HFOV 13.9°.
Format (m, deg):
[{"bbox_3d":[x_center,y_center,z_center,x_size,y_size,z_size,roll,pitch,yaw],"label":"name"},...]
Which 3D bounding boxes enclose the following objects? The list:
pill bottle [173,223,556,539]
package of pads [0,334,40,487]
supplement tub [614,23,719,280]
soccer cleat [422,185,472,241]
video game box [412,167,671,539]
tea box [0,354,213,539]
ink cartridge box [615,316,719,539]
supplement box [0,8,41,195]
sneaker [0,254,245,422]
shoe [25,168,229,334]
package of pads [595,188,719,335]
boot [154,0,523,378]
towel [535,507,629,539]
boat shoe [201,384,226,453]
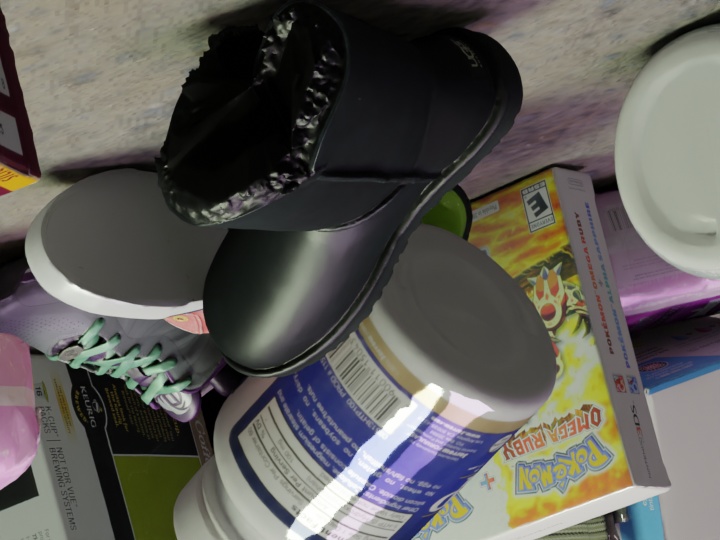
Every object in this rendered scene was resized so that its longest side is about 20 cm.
[{"bbox_3d":[-0.004,0.082,1.495,0.119,0.120,0.200,-2,142,-49],"label":"pill bottle"},{"bbox_3d":[-0.262,0.073,1.412,0.199,0.076,0.120,1,164,-22],"label":"package of pads"},{"bbox_3d":[0.224,-0.056,1.452,0.122,0.123,0.199,-24,165,35],"label":"supplement tub"},{"bbox_3d":[0.000,0.000,1.575,0.200,0.067,0.081,-48,-171,44],"label":"soccer cleat"},{"bbox_3d":[0.058,0.064,1.629,0.199,0.183,0.047,-24,164,32],"label":"video game box"},{"bbox_3d":[-0.174,0.165,1.744,0.133,0.201,0.196,-22,166,25],"label":"tea box"},{"bbox_3d":[0.159,0.100,1.765,0.128,0.126,0.199,-18,-165,-33],"label":"ink cartridge box"},{"bbox_3d":[-0.225,-0.047,1.002,0.199,0.086,0.110,-18,168,12],"label":"supplement box"},{"bbox_3d":[-0.113,0.033,1.498,0.074,0.088,0.199,-26,165,40],"label":"sneaker"},{"bbox_3d":[-0.090,-0.002,1.406,0.199,0.072,0.091,-11,162,-43],"label":"shoe"},{"bbox_3d":[0.193,-0.013,1.712,0.199,0.076,0.121,-12,168,-14],"label":"package of pads"},{"bbox_3d":[-0.037,-0.033,1.249,0.200,0.077,0.168,-47,157,24],"label":"boot"},{"bbox_3d":[0.057,0.099,1.708,0.199,0.194,0.034,-7,-170,35],"label":"towel"},{"bbox_3d":[-0.053,0.078,1.810,0.199,0.072,0.066,-17,-170,47],"label":"boat shoe"}]
